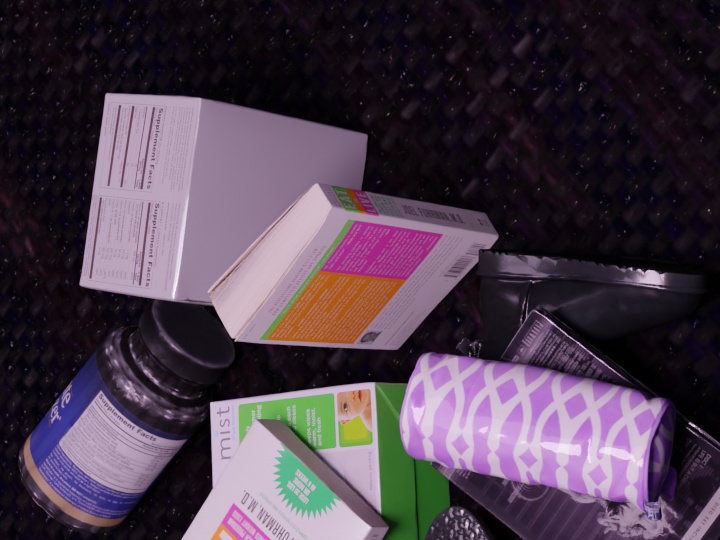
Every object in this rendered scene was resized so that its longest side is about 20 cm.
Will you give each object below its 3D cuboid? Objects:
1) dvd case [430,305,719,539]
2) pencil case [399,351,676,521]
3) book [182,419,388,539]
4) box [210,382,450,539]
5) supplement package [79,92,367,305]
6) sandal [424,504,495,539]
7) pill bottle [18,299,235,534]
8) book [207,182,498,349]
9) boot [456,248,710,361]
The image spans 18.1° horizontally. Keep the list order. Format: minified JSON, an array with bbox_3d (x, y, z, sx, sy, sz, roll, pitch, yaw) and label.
[{"bbox_3d":[0.166,0.142,1.614,0.199,0.016,0.149,38,113,13],"label":"dvd case"},{"bbox_3d":[0.126,0.112,1.575,0.198,0.086,0.085,13,69,21],"label":"pencil case"},{"bbox_3d":[-0.076,0.234,1.716,0.133,0.048,0.201,40,107,32],"label":"book"},{"bbox_3d":[-0.022,0.195,1.771,0.175,0.096,0.202,-8,81,37],"label":"box"},{"bbox_3d":[-0.105,-0.049,1.801,0.110,0.199,0.157,7,89,40],"label":"supplement package"},{"bbox_3d":[0.100,0.273,1.694,0.075,0.048,0.202,-23,83,35],"label":"sandal"},{"bbox_3d":[-0.195,0.119,1.917,0.200,0.111,0.112,-50,56,24],"label":"pill bottle"},{"bbox_3d":[0.000,0.000,1.705,0.134,0.199,0.048,-47,57,25],"label":"book"},{"bbox_3d":[0.160,0.070,1.644,0.197,0.073,0.164,4,94,31],"label":"boot"}]
